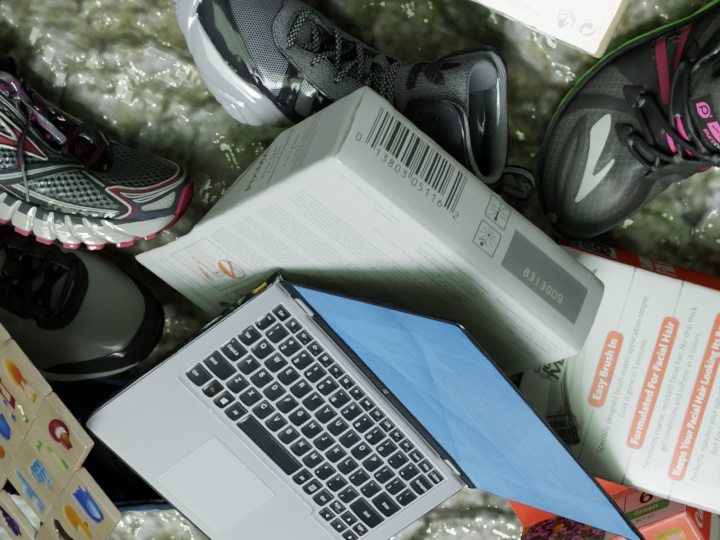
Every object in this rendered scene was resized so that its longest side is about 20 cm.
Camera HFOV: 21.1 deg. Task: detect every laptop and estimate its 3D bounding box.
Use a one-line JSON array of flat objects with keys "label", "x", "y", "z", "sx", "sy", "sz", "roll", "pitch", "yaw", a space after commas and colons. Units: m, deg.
[{"label": "laptop", "x": 0.000, "y": 0.103, "z": 0.960, "sx": 0.199, "sy": 0.116, "sz": 0.187, "roll": -35, "pitch": 127, "yaw": 9}]

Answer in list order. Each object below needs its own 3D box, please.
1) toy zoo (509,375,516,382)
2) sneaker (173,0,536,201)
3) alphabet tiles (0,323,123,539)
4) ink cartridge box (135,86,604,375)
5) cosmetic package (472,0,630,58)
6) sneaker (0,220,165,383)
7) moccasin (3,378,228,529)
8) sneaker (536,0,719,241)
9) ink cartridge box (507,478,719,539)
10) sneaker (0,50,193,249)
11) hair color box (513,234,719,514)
[{"label": "toy zoo", "x": -0.012, "y": 0.083, "z": 1.080, "sx": 0.131, "sy": 0.020, "sz": 0.200, "roll": 39, "pitch": 118, "yaw": -7}, {"label": "sneaker", "x": 0.004, "y": -0.095, "z": 0.945, "sx": 0.113, "sy": 0.076, "sz": 0.200, "roll": -23, "pitch": 117, "yaw": 41}, {"label": "alphabet tiles", "x": -0.192, "y": 0.085, "z": 1.027, "sx": 0.168, "sy": 0.008, "sz": 0.200, "roll": 51, "pitch": 151, "yaw": 7}, {"label": "ink cartridge box", "x": 0.000, "y": 0.000, "z": 0.965, "sx": 0.160, "sy": 0.048, "sz": 0.199, "roll": 37, "pitch": 150, "yaw": -21}, {"label": "cosmetic package", "x": 0.121, "y": -0.210, "z": 0.861, "sx": 0.073, "sy": 0.104, "sz": 0.201, "roll": 24, "pitch": 120, "yaw": -3}, {"label": "sneaker", "x": -0.201, "y": 0.002, "z": 1.036, "sx": 0.198, "sy": 0.075, "sz": 0.079, "roll": 22, "pitch": 163, "yaw": -1}, {"label": "moccasin", "x": -0.147, "y": 0.100, "z": 1.079, "sx": 0.198, "sy": 0.068, "sz": 0.081, "roll": -10, "pitch": 115, "yaw": 31}, {"label": "sneaker", "x": 0.160, "y": -0.081, "z": 0.928, "sx": 0.200, "sy": 0.084, "sz": 0.077, "roll": -39, "pitch": 103, "yaw": 26}, {"label": "ink cartridge box", "x": 0.149, "y": 0.166, "z": 1.075, "sx": 0.108, "sy": 0.050, "sz": 0.201, "roll": -24, "pitch": 110, "yaw": 22}, {"label": "sneaker", "x": -0.181, "y": -0.072, "z": 1.007, "sx": 0.198, "sy": 0.081, "sz": 0.075, "roll": 20, "pitch": 117, "yaw": 1}, {"label": "hair color box", "x": 0.181, "y": 0.062, "z": 0.993, "sx": 0.198, "sy": 0.064, "sz": 0.112, "roll": 17, "pitch": 99, "yaw": 2}]
